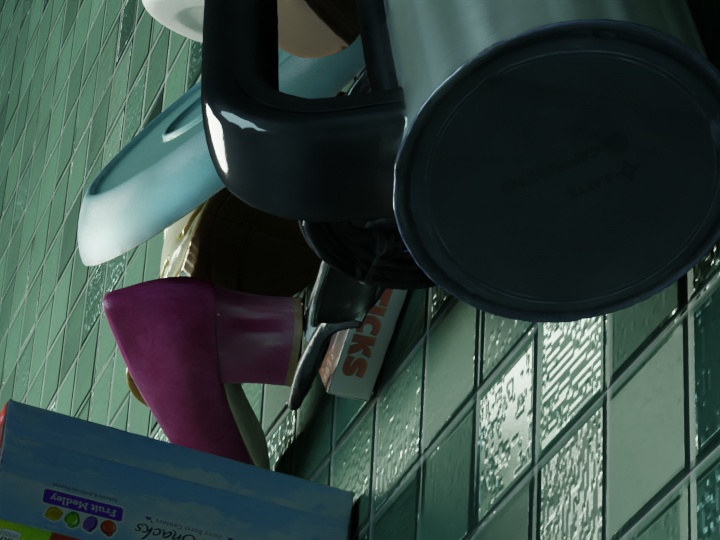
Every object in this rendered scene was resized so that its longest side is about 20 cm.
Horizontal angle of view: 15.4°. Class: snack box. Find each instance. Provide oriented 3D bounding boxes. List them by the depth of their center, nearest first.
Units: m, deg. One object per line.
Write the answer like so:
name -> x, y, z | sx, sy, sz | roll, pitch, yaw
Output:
snack box -> 0.018, -0.045, 1.207 | 0.072, 0.024, 0.201 | -113, 39, -63
snack box -> -0.114, 0.154, 1.243 | 0.200, 0.168, 0.068 | 123, 159, -52

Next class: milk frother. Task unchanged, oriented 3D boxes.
milk frother -> 0.047, -0.043, 0.955 | 0.189, 0.180, 0.201 | -98, -17, -53

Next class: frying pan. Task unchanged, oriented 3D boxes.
frying pan -> -0.004, 0.005, 1.129 | 0.115, 0.031, 0.191 | -56, -13, -64

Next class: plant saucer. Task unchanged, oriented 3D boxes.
plant saucer -> -0.064, -0.076, 1.296 | 0.200, 0.027, 0.200 | -36, 13, 9

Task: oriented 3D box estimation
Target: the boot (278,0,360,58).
boot -> 0.050, -0.168, 1.120 | 0.199, 0.074, 0.155 | 0, 48, 47

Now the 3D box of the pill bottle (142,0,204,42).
pill bottle -> -0.048, -0.225, 1.432 | 0.110, 0.109, 0.201 | 156, 125, -71

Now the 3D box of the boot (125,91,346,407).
boot -> -0.050, -0.038, 1.356 | 0.200, 0.072, 0.155 | -54, 15, 29

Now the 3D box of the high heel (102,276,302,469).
high heel -> -0.088, 0.090, 1.308 | 0.068, 0.095, 0.201 | -95, 14, -49
